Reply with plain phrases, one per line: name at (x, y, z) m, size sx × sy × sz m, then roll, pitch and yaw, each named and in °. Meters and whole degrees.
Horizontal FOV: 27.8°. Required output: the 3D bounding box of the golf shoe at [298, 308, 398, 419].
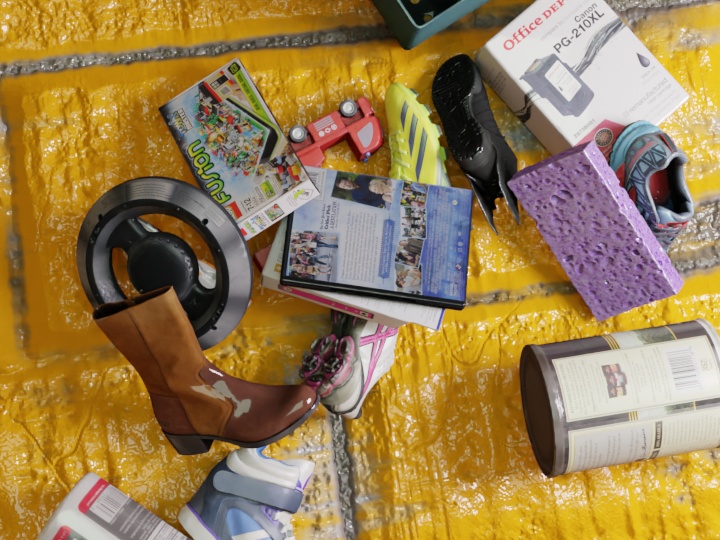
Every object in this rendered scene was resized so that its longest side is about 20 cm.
golf shoe at (0.006, 0.069, 1.624) m, size 0.092 × 0.073 × 0.200 m, roll 47°, pitch 63°, yaw -40°

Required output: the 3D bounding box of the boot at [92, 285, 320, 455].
boot at (-0.159, 0.093, 1.534) m, size 0.188 × 0.068 × 0.200 m, roll -10°, pitch 121°, yaw 27°

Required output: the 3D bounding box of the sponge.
sponge at (0.259, -0.041, 1.604) m, size 0.200 × 0.112 × 0.030 m, roll 55°, pitch 43°, yaw -15°

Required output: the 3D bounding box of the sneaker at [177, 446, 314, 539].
sneaker at (-0.084, 0.278, 1.573) m, size 0.200 × 0.081 × 0.146 m, roll 43°, pitch 86°, yaw 7°

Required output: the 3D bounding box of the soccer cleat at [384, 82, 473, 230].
soccer cleat at (0.059, -0.113, 1.638) m, size 0.084 × 0.065 × 0.200 m, roll -21°, pitch 91°, yaw -5°

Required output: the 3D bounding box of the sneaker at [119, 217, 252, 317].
sneaker at (-0.223, 0.008, 1.605) m, size 0.200 × 0.076 × 0.092 m, roll 34°, pitch 86°, yaw 2°

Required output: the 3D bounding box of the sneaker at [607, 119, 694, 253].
sneaker at (0.321, -0.060, 1.606) m, size 0.079 × 0.096 × 0.200 m, roll -22°, pitch 124°, yaw -22°

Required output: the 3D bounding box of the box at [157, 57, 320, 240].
box at (-0.135, -0.131, 1.593) m, size 0.110 × 0.035 × 0.200 m, roll -33°, pitch 57°, yaw 2°

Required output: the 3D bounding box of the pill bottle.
pill bottle at (-0.239, 0.312, 1.542) m, size 0.200 × 0.111 × 0.111 m, roll 35°, pitch 81°, yaw 1°

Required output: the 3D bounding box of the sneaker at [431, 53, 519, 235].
sneaker at (0.135, -0.146, 1.655) m, size 0.060 × 0.104 × 0.200 m, roll -24°, pitch 48°, yaw 20°

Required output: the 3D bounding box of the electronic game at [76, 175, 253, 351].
electronic game at (-0.209, -0.003, 1.548) m, size 0.200 × 0.042 × 0.200 m, roll 6°, pitch 111°, yaw 15°

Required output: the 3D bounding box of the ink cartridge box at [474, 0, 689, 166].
ink cartridge box at (0.249, -0.219, 1.663) m, size 0.145 × 0.084 × 0.200 m, roll -41°, pitch 88°, yaw -9°

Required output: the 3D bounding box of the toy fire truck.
toy fire truck at (-0.050, -0.094, 1.641) m, size 0.200 × 0.049 × 0.141 m, roll -27°, pitch 86°, yaw -8°

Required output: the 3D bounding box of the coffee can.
coffee can at (0.288, 0.139, 1.589) m, size 0.200 × 0.146 × 0.146 m, roll -8°, pitch 83°, yaw -6°

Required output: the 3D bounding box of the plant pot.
plant pot at (0.070, -0.331, 1.606) m, size 0.141 × 0.200 × 0.141 m, roll -33°, pitch 87°, yaw -8°

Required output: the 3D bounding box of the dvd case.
dvd case at (0.019, -0.036, 1.566) m, size 0.200 × 0.018 × 0.143 m, roll 8°, pitch 65°, yaw -5°

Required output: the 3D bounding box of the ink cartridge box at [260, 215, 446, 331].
ink cartridge box at (0.000, 0.000, 1.574) m, size 0.200 × 0.037 × 0.095 m, roll 17°, pitch 64°, yaw 3°
